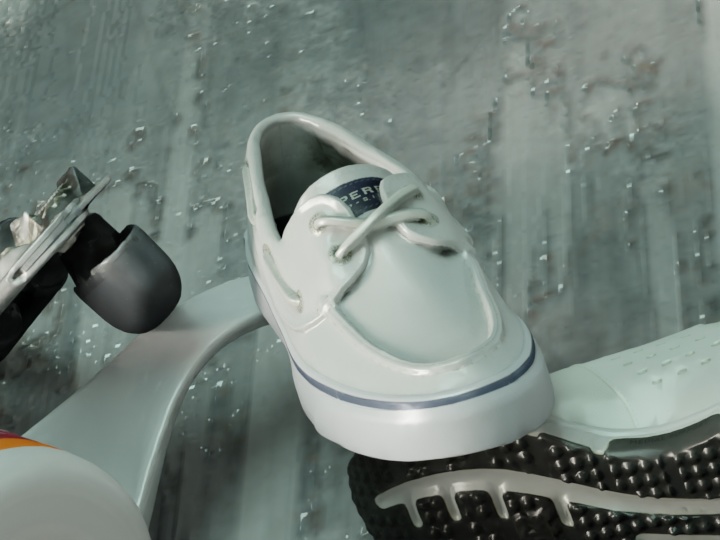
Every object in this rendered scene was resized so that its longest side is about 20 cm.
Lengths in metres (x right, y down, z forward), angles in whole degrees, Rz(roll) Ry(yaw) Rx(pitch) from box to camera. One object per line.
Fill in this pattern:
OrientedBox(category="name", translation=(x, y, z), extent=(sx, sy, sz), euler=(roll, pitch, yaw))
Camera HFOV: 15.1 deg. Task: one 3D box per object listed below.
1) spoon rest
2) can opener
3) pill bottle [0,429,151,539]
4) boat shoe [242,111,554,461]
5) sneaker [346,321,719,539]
OrientedBox(category="spoon rest", translation=(-0.083, 0.068, 0.944), extent=(0.200, 0.061, 0.099), euler=(-41, 39, -15))
OrientedBox(category="can opener", translation=(-0.117, 0.019, 0.978), extent=(0.053, 0.067, 0.200), euler=(-50, 4, -25))
OrientedBox(category="pill bottle", translation=(-0.167, 0.092, 0.880), extent=(0.200, 0.110, 0.110), euler=(13, 54, 44))
OrientedBox(category="boat shoe", translation=(0.000, 0.000, 0.862), extent=(0.073, 0.066, 0.200), euler=(-20, 24, -16))
OrientedBox(category="sneaker", translation=(0.093, 0.057, 0.849), extent=(0.199, 0.074, 0.080), euler=(-7, 26, 23))
